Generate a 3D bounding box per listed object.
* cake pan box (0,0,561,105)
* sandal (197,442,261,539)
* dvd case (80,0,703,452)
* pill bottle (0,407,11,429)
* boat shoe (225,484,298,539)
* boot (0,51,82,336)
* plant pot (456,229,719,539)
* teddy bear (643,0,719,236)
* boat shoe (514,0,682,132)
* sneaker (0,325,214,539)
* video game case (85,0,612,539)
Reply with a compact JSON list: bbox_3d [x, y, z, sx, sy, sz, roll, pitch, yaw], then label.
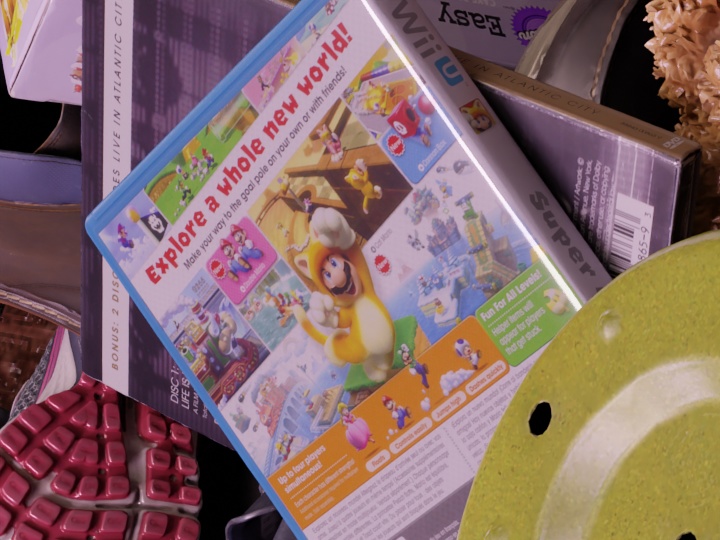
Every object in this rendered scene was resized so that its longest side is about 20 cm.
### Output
[{"bbox_3d":[-0.029,-0.120,0.931,0.052,0.199,0.185,-57,34,41],"label":"cake pan box"},{"bbox_3d":[-0.031,0.120,0.924,0.075,0.045,0.200,-54,36,16],"label":"sandal"},{"bbox_3d":[0.000,0.000,0.787,0.200,0.016,0.149,24,126,31],"label":"dvd case"},{"bbox_3d":[-0.193,0.133,1.078,0.200,0.112,0.112,-39,43,34],"label":"pill bottle"},{"bbox_3d":[-0.008,0.079,0.863,0.062,0.075,0.201,10,59,14],"label":"boat shoe"},{"bbox_3d":[-0.071,-0.020,0.924,0.097,0.199,0.075,87,-168,-64],"label":"boot"},{"bbox_3d":[0.128,0.081,0.600,0.200,0.193,0.201,-31,47,40],"label":"plant pot"},{"bbox_3d":[0.127,-0.043,0.714,0.067,0.145,0.201,-47,-26,-45],"label":"teddy bear"},{"bbox_3d":[0.077,0.012,0.830,0.073,0.074,0.201,7,85,44],"label":"boat shoe"},{"bbox_3d":[-0.086,0.067,0.983,0.075,0.080,0.200,119,175,-58],"label":"sneaker"},{"bbox_3d":[0.019,0.033,0.763,0.200,0.018,0.143,55,136,5],"label":"video game case"}]
